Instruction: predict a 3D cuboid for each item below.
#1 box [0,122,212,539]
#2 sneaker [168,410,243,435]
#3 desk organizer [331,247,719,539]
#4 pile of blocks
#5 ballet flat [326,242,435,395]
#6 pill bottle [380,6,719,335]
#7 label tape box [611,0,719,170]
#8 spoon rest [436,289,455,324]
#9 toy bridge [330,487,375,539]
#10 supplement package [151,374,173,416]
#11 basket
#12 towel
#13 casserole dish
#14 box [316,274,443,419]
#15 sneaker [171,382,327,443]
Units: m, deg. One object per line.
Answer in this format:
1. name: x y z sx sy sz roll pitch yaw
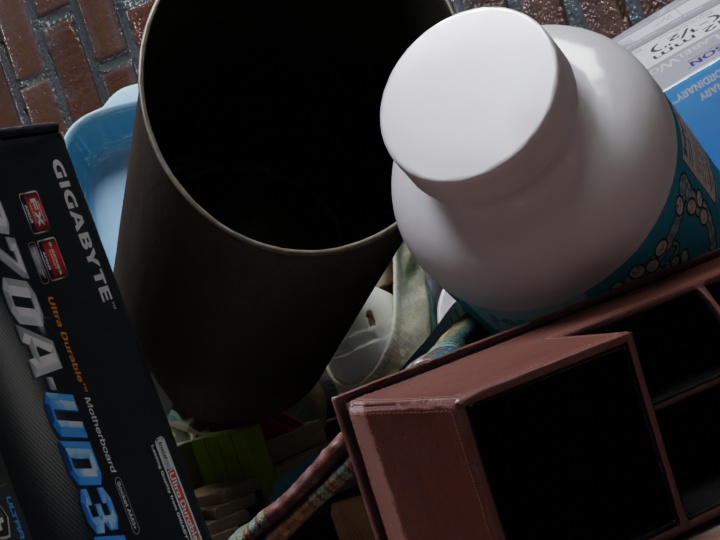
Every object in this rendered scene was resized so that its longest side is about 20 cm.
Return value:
1. box: -0.136 0.050 0.716 0.046 0.201 0.159 -20 0 23
2. sneaker: -0.060 0.006 1.020 0.086 0.078 0.200 1 34 46
3. desk organizer: 0.100 0.043 0.631 0.199 0.072 0.077 -20 4 -27
4. pile of blocks: -0.099 0.105 0.906 0.199 0.063 0.082 -19 2 -16
5. ballet flat: 0.000 0.000 0.975 0.062 0.202 0.067 18 -29 -35
6. pill bottle: 0.083 -0.020 0.731 0.110 0.112 0.200 -17 -32 23
7. label tape box: 0.139 -0.062 0.912 0.143 0.066 0.200 -30 14 7
8. spoon rest: 0.143 0.006 1.186 0.198 0.100 0.061 -16 -42 6
9. toy bridge: 0.041 0.079 0.803 0.067 0.027 0.200 -18 2 13
10. supplement package: -0.214 0.091 0.851 0.199 0.111 0.156 -18 28 33
11. basket: -0.045 -0.027 0.845 0.135 0.181 0.200 17 -36 -5
12. towel: -0.004 0.069 0.772 0.147 0.022 0.200 -45 -3 11
13. casserole dish: -0.105 -0.013 1.090 0.120 0.202 0.039 -11 -22 -4
14. box: -0.058 0.045 1.196 0.199 0.098 0.176 -18 -10 17
15. sneaker: -0.117 0.111 1.067 0.198 0.068 0.090 -10 22 7
